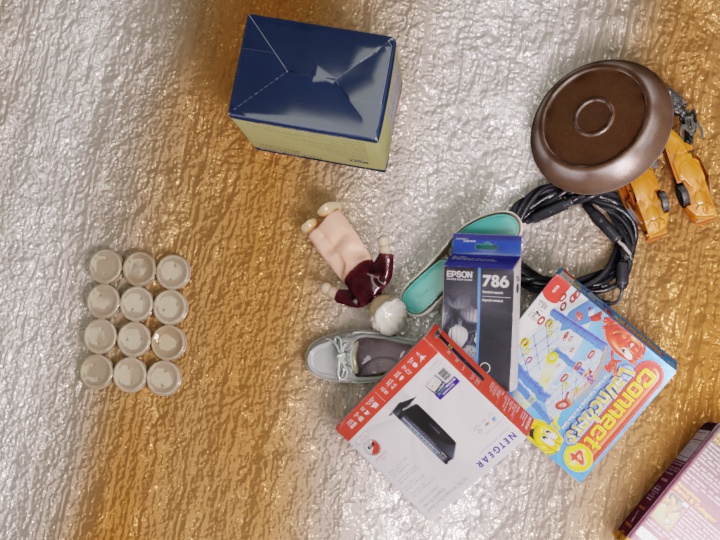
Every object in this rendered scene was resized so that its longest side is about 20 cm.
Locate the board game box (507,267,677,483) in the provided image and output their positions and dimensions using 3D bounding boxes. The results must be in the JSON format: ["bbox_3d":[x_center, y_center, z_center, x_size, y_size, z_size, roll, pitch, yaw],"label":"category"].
[{"bbox_3d":[0.276,0.137,1.368,0.195,0.056,0.201,39,106,9],"label":"board game box"}]

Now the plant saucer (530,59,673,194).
[{"bbox_3d":[0.317,-0.200,1.398,0.198,0.032,0.203,-12,65,27],"label":"plant saucer"}]

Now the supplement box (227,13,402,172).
[{"bbox_3d":[-0.053,-0.232,1.396,0.197,0.200,0.136,11,84,6],"label":"supplement box"}]

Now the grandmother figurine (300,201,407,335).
[{"bbox_3d":[0.000,0.000,1.416,0.121,0.060,0.201,-45,67,29],"label":"grandmother figurine"}]

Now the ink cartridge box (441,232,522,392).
[{"bbox_3d":[0.156,0.053,1.351,0.098,0.039,0.203,2,92,24],"label":"ink cartridge box"}]

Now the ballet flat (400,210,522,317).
[{"bbox_3d":[0.137,-0.011,1.414,0.200,0.069,0.070,-41,81,11],"label":"ballet flat"}]

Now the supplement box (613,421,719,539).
[{"bbox_3d":[0.436,0.308,1.346,0.110,0.086,0.200,40,89,9],"label":"supplement box"}]

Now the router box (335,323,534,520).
[{"bbox_3d":[0.094,0.199,1.353,0.179,0.049,0.200,43,120,2],"label":"router box"}]

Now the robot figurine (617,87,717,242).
[{"bbox_3d":[0.399,-0.147,1.411,0.143,0.058,0.202,-17,76,3],"label":"robot figurine"}]

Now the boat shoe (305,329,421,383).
[{"bbox_3d":[0.017,0.117,1.413,0.199,0.065,0.076,2,83,15],"label":"boat shoe"}]

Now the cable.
[{"bbox_3d":[0.277,-0.043,1.420,0.197,0.051,0.165,14,85,7],"label":"cable"}]

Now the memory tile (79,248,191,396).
[{"bbox_3d":[-0.319,0.073,1.480,0.151,0.017,0.203,3,83,6],"label":"memory tile"}]
